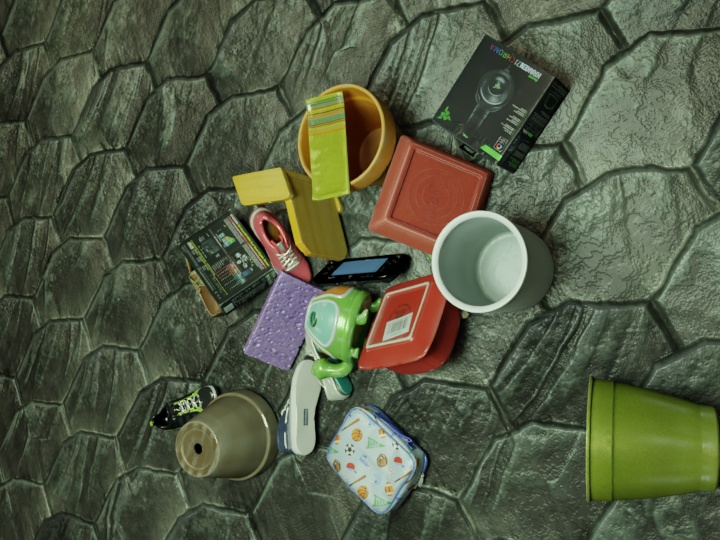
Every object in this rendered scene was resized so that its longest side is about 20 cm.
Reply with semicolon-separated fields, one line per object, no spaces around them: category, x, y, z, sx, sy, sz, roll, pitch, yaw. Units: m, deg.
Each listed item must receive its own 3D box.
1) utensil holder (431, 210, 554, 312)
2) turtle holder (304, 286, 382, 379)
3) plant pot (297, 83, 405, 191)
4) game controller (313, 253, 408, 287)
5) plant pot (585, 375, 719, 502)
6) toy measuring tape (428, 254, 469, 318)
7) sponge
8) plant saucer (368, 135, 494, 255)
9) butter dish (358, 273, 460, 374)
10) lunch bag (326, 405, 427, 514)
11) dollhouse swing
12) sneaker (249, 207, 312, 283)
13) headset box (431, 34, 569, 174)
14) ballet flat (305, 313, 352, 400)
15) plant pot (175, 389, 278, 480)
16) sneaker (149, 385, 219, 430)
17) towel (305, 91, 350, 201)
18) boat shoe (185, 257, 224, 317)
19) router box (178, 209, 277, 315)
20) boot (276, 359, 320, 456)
utensil holder;0.241;-0.007;1.340;0.168;0.199;0.172;-3;84;28
turtle holder;-0.041;0.119;1.539;0.130;0.141;0.187;15;126;15
plant pot;0.005;-0.250;1.523;0.198;0.183;0.203;-3;83;31
game controller;0.000;0.000;1.553;0.198;0.104;0.043;-5;105;31
plant pot;0.462;0.276;1.201;0.191;0.200;0.203;1;86;19
toy measuring tape;0.167;-0.006;1.463;0.073;0.073;0.202;-9;81;31
sponge;-0.165;0.110;1.645;0.201;0.111;0.030;-64;18;10
plant saucer;0.139;-0.135;1.424;0.198;0.037;0.202;21;80;-6
butter dish;0.119;0.124;1.447;0.199;0.148;0.201;-18;40;48
lunch bag;0.036;0.374;1.511;0.200;0.075;0.161;38;103;30
dollhouse swing;-0.143;-0.105;1.592;0.180;0.199;0.178;-6;83;31
sneaker;-0.172;-0.042;1.626;0.073;0.087;0.201;-35;104;-5
headset box;0.257;-0.305;1.425;0.174;0.092;0.201;42;108;28
ballet flat;-0.082;0.185;1.610;0.069;0.069;0.202;-30;74;26
plant pot;-0.303;0.371;1.650;0.198;0.173;0.203;0;90;25
sneaker;-0.418;0.335;1.789;0.199;0.083;0.072;-32;70;25
towel;-0.063;-0.238;1.445;0.085;0.018;0.202;-9;81;31
boat shoe;-0.375;0.016;1.798;0.075;0.074;0.202;-30;70;26
router box;-0.301;-0.020;1.724;0.149;0.062;0.200;-35;65;-10
boot;-0.142;0.295;1.633;0.090;0.072;0.202;-12;67;49
